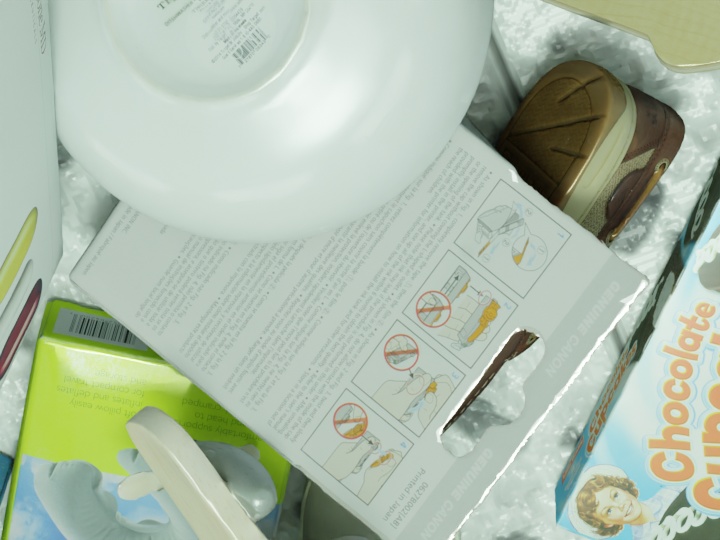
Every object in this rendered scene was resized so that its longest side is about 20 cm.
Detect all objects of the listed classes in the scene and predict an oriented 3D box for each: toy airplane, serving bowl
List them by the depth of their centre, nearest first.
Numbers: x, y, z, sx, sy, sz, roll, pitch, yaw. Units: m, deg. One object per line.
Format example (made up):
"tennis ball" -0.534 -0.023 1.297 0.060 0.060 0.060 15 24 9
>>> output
"serving bowl" -0.051 -0.108 1.150 0.200 0.066 0.200 1 95 14
"toy airplane" -0.020 0.160 1.223 0.199 0.141 0.200 26 135 17

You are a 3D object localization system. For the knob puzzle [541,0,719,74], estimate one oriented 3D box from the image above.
"knob puzzle" 0.157 -0.164 1.110 0.220 0.030 0.220 -3 76 12

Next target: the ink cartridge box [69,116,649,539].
"ink cartridge box" 0.000 0.000 1.205 0.200 0.050 0.161 38 106 8

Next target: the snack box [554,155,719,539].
"snack box" 0.176 0.044 1.267 0.116 0.037 0.200 21 114 -7

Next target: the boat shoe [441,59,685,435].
"boat shoe" 0.068 0.005 1.232 0.072 0.072 0.200 18 111 -40

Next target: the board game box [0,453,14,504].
"board game box" -0.260 0.106 1.226 0.200 0.196 0.056 27 113 -9

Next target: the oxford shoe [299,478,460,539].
"oxford shoe" 0.005 0.158 1.317 0.075 0.058 0.200 6 113 2

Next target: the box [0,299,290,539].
"box" -0.100 0.120 1.308 0.122 0.048 0.200 11 114 -2

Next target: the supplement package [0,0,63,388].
"supplement package" -0.209 -0.047 1.132 0.156 0.111 0.200 14 143 8
